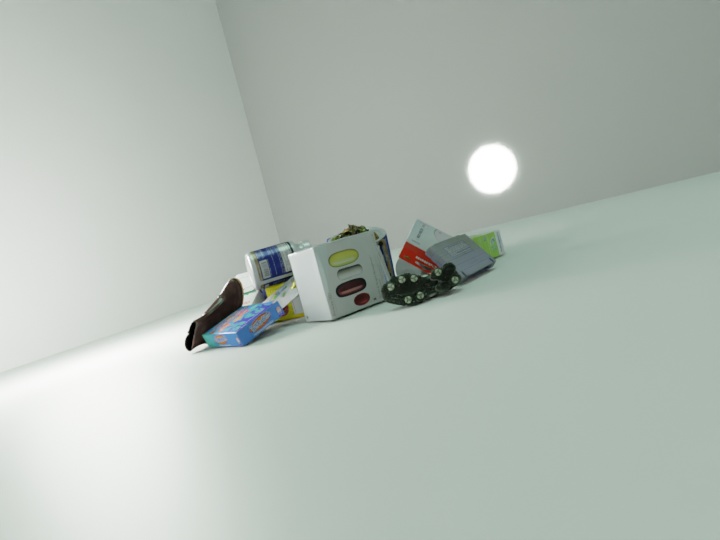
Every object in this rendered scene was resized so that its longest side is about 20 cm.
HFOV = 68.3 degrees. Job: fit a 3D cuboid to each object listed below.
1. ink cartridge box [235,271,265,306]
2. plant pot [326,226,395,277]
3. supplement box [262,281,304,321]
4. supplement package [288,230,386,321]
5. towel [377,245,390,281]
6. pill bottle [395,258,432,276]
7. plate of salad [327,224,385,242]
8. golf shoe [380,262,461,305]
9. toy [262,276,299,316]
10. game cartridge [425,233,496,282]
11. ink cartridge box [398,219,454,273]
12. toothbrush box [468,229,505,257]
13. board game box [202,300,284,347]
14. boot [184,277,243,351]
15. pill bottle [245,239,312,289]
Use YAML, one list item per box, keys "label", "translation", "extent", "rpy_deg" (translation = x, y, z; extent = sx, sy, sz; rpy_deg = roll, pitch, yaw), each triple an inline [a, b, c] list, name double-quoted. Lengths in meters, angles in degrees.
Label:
- label: "ink cartridge box"
  translation: [-0.354, 0.091, 1.692]
  extent: [0.144, 0.085, 0.201]
  rpy_deg: [-15, 33, 21]
- label: "plant pot"
  translation: [0.011, -0.034, 1.867]
  extent: [0.197, 0.203, 0.180]
  rpy_deg: [-16, 11, -16]
- label: "supplement box"
  translation: [-0.181, 0.079, 1.617]
  extent: [0.197, 0.111, 0.109]
  rpy_deg: [-13, 5, 29]
- label: "supplement package"
  translation: [-0.056, 0.015, 1.427]
  extent: [0.198, 0.194, 0.146]
  rpy_deg: [-19, 5, -34]
- label: "towel"
  translation: [0.000, 0.000, 1.735]
  extent: [0.198, 0.149, 0.024]
  rpy_deg: [-12, 19, 33]
- label: "pill bottle"
  translation: [0.195, -0.023, 1.577]
  extent: [0.109, 0.111, 0.199]
  rpy_deg: [-11, 5, 41]
- label: "plate of salad"
  translation: [-0.014, -0.118, 1.754]
  extent: [0.197, 0.049, 0.201]
  rpy_deg: [-10, 23, 4]
- label: "golf shoe"
  translation: [0.144, 0.045, 1.278]
  extent: [0.197, 0.078, 0.088]
  rpy_deg: [-14, -16, -7]
- label: "toy"
  translation: [-0.226, 0.097, 1.520]
  extent: [0.200, 0.047, 0.116]
  rpy_deg: [-44, 27, 11]
- label: "game cartridge"
  translation: [0.271, -0.035, 1.432]
  extent: [0.199, 0.129, 0.039]
  rpy_deg: [-20, -37, -48]
- label: "ink cartridge box"
  translation: [0.203, -0.059, 1.482]
  extent: [0.161, 0.058, 0.200]
  rpy_deg: [28, 26, 3]
- label: "toothbrush box"
  translation: [0.351, -0.063, 1.713]
  extent: [0.144, 0.087, 0.199]
  rpy_deg: [-12, 4, 44]
- label: "board game box"
  translation: [-0.320, 0.147, 1.439]
  extent: [0.198, 0.045, 0.152]
  rpy_deg: [-12, 22, 48]
- label: "boot"
  translation: [-0.412, 0.125, 1.502]
  extent: [0.072, 0.202, 0.166]
  rpy_deg: [27, 17, 13]
- label: "pill bottle"
  translation: [-0.242, -0.022, 1.615]
  extent: [0.197, 0.118, 0.115]
  rpy_deg: [-17, 5, -20]
